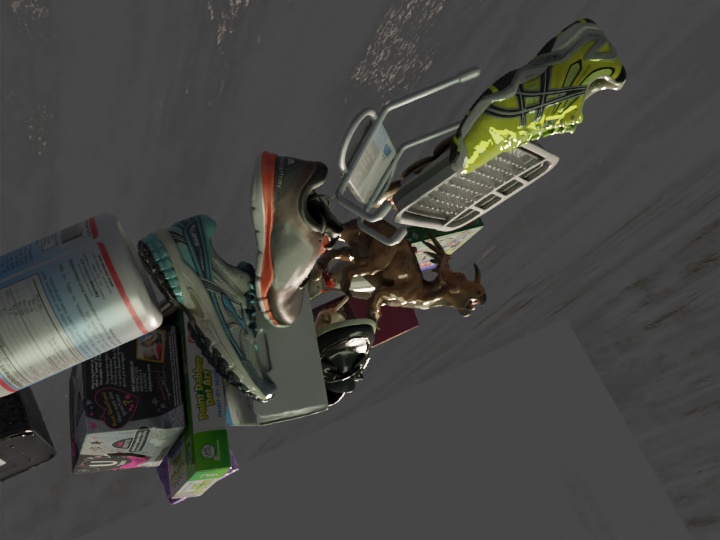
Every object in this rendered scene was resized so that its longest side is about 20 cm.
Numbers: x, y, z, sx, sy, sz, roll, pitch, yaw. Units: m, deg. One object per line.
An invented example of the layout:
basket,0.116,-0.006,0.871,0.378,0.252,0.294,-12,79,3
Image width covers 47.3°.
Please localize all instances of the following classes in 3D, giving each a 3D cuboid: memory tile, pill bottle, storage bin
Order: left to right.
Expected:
storage bin,-0.442,0.187,0.943,0.135,0.094,0.200,-22,166,-18
pill bottle,-0.277,0.038,0.686,0.200,0.109,0.109,-24,165,-9
memory tile,0.111,-0.117,1.030,0.153,0.017,0.200,-35,163,27

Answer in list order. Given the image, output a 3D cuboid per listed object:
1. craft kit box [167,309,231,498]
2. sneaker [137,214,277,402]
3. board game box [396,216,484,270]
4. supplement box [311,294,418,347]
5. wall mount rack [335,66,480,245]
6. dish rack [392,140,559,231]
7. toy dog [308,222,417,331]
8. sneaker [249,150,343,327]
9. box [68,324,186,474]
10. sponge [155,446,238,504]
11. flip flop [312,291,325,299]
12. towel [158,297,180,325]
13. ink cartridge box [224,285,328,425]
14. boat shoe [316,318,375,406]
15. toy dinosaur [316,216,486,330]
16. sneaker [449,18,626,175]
craft kit box,-0.205,0.164,1.005,0.048,0.198,0.200,-3,158,-23
sneaker,-0.127,0.036,0.797,0.086,0.200,0.078,-35,-166,-19
board game box,0.078,-0.030,1.250,0.200,0.029,0.135,-15,160,-40
supplement box,-0.021,0.083,1.265,0.110,0.086,0.200,-20,177,-38
wall mount rack,0.048,-0.118,0.816,0.174,0.075,0.200,-59,166,-3
dish rack,0.132,-0.111,0.967,0.172,0.044,0.200,-33,165,24
toy dog,0.000,0.000,1.039,0.096,0.132,0.200,-29,-171,38
sneaker,-0.057,-0.020,0.780,0.082,0.077,0.200,1,134,0
box,-0.291,0.162,1.003,0.115,0.132,0.200,0,155,-23
sponge,-0.255,0.211,1.145,0.112,0.200,0.030,-34,162,22
flip flop,-0.095,0.063,1.175,0.200,0.058,0.081,-29,-177,-8
towel,-0.189,0.045,1.047,0.144,0.023,0.200,-34,163,33
ink cartridge box,-0.111,0.100,0.946,0.085,0.145,0.200,-9,173,-18
boat shoe,-0.025,0.112,0.946,0.074,0.066,0.199,-2,158,-22
toy dinosaur,0.038,-0.011,0.948,0.136,0.200,0.086,-43,-161,-2
sneaker,0.172,-0.159,0.804,0.200,0.076,0.075,-41,166,3
